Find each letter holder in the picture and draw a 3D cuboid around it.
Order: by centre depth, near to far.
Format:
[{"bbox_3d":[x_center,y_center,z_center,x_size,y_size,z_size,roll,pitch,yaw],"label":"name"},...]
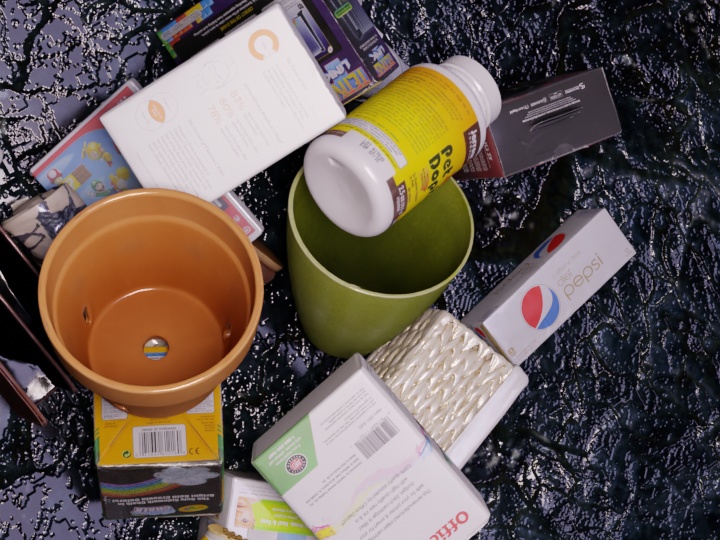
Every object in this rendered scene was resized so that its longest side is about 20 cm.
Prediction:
[{"bbox_3d":[-0.343,0.041,1.623,0.100,0.142,0.200,-41,104,-15],"label":"letter holder"}]

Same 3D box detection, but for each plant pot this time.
[{"bbox_3d":[-0.189,0.045,1.535,0.198,0.140,0.201,2,64,-4],"label":"plant pot"},{"bbox_3d":[0.000,0.000,1.715,0.186,0.200,0.188,7,56,-10],"label":"plant pot"}]

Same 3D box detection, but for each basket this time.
[{"bbox_3d":[0.057,0.147,1.783,0.123,0.135,0.200,43,77,-14],"label":"basket"}]

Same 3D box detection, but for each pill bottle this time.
[{"bbox_3d":[0.046,-0.126,1.620,0.200,0.109,0.110,-40,104,-31],"label":"pill bottle"}]

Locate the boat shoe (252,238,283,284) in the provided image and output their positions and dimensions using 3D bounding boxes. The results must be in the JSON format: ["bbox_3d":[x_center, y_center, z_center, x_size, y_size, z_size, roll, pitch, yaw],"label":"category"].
[{"bbox_3d":[-0.174,-0.044,1.729,0.200,0.070,0.070,38,94,-8],"label":"boat shoe"}]

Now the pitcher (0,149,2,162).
[{"bbox_3d":[-0.408,-0.120,1.566,0.170,0.200,0.122,3,90,-22],"label":"pitcher"}]

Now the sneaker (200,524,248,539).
[{"bbox_3d":[-0.090,0.335,1.659,0.199,0.075,0.090,35,87,-11],"label":"sneaker"}]

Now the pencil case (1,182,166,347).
[{"bbox_3d":[-0.267,0.004,1.655,0.078,0.089,0.200,-44,102,-31],"label":"pencil case"}]

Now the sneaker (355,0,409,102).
[{"bbox_3d":[-0.016,-0.242,1.758,0.199,0.115,0.075,33,80,-18],"label":"sneaker"}]

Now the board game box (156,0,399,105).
[{"bbox_3d":[-0.085,-0.224,1.689,0.166,0.199,0.057,56,38,-11],"label":"board game box"}]

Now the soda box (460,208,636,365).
[{"bbox_3d":[0.210,0.018,1.877,0.200,0.064,0.068,-42,104,-15],"label":"soda box"}]

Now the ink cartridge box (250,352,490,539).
[{"bbox_3d":[0.010,0.207,1.661,0.145,0.084,0.200,-41,98,3],"label":"ink cartridge box"}]

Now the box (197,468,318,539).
[{"bbox_3d":[-0.109,0.314,1.738,0.112,0.101,0.202,10,87,-20],"label":"box"}]

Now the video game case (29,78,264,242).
[{"bbox_3d":[-0.213,-0.071,1.677,0.143,0.017,0.200,-39,98,13],"label":"video game case"}]

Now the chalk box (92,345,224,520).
[{"bbox_3d":[-0.198,0.170,1.663,0.124,0.200,0.125,-1,64,-7],"label":"chalk box"}]

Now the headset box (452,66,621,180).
[{"bbox_3d":[0.170,-0.154,1.786,0.148,0.200,0.078,-22,98,-18],"label":"headset box"}]

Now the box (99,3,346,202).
[{"bbox_3d":[-0.128,-0.150,1.598,0.199,0.098,0.125,-31,99,4],"label":"box"}]

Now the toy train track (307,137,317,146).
[{"bbox_3d":[-0.028,-0.115,1.804,0.114,0.033,0.201,-37,98,-9],"label":"toy train track"}]
